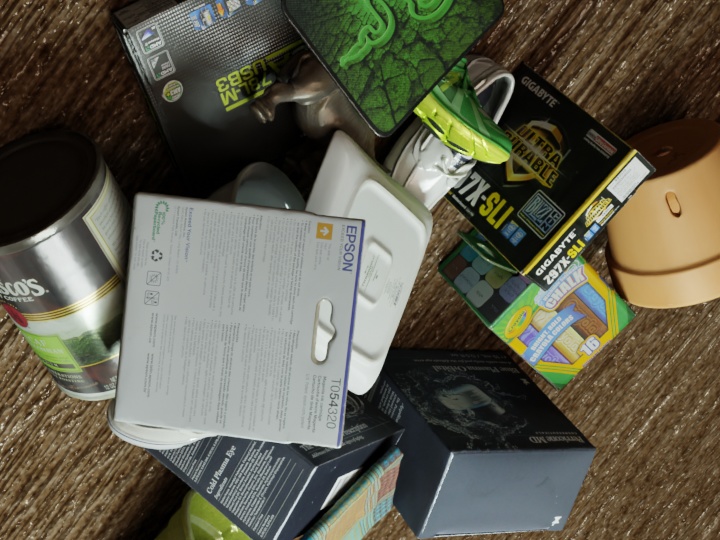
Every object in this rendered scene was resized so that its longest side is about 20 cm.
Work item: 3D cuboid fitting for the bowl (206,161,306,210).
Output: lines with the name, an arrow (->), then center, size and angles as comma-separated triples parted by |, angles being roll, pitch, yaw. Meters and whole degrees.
bowl -> -0.108, 0.006, 1.362 | 0.090, 0.202, 0.201 | -13, 135, 21

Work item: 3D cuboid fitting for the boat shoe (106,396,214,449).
boat shoe -> -0.134, 0.117, 1.297 | 0.199, 0.071, 0.070 | -2, 159, 7

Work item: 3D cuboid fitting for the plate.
plate -> 0.000, 0.000, 1.348 | 0.200, 0.032, 0.200 | 37, 70, -55

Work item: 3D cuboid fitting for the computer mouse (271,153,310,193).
computer mouse -> -0.043, -0.071, 1.454 | 0.200, 0.034, 0.059 | 28, 95, -32

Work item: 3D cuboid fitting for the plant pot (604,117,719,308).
plant pot -> 0.348, -0.073, 1.581 | 0.200, 0.200, 0.140 | -29, 113, -10

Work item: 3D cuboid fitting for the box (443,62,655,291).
box -> 0.173, -0.096, 1.444 | 0.160, 0.200, 0.049 | -50, 132, 9

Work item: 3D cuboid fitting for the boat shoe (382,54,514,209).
boat shoe -> 0.083, -0.121, 1.447 | 0.073, 0.065, 0.201 | 23, 97, -37

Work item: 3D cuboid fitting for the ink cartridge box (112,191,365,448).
ink cartridge box -> -0.102, 0.042, 1.236 | 0.199, 0.043, 0.197 | 7, 93, 3

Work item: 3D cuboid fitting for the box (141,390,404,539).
box -> -0.088, 0.159, 1.429 | 0.104, 0.182, 0.200 | -61, 160, 17

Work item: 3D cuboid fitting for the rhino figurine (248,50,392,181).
rhino figurine -> -0.028, -0.123, 1.346 | 0.087, 0.060, 0.200 | -44, 137, -9

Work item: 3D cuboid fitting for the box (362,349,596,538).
box -> 0.115, 0.186, 1.600 | 0.196, 0.200, 0.118 | 3, 119, -32

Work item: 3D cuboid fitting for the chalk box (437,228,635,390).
chalk box -> 0.179, 0.012, 1.571 | 0.124, 0.125, 0.200 | -44, 132, 4

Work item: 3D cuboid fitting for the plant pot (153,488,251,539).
plant pot -> -0.193, 0.367, 1.570 | 0.184, 0.201, 0.200 | -36, 132, 12

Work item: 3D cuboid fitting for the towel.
towel -> -0.032, 0.271, 1.442 | 0.200, 0.022, 0.147 | -42, 161, -24

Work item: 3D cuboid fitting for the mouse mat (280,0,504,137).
mouse mat -> 0.034, -0.240, 1.315 | 0.200, 0.008, 0.161 | -49, 112, -24

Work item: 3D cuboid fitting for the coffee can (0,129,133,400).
coffee can -> -0.255, -0.003, 1.296 | 0.146, 0.146, 0.200 | -32, 131, -7

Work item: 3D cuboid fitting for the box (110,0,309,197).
box -> -0.103, -0.188, 1.326 | 0.199, 0.048, 0.194 | -27, 129, -11

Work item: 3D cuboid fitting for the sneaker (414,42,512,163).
sneaker -> 0.079, -0.181, 1.376 | 0.200, 0.074, 0.084 | 46, 81, -10
